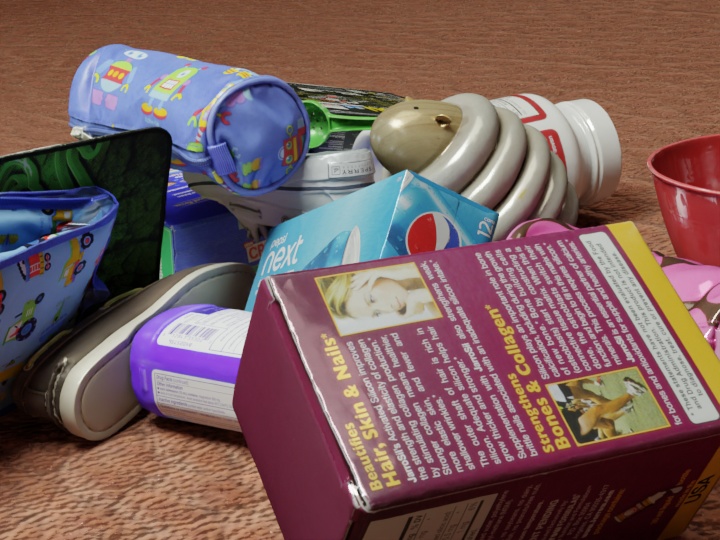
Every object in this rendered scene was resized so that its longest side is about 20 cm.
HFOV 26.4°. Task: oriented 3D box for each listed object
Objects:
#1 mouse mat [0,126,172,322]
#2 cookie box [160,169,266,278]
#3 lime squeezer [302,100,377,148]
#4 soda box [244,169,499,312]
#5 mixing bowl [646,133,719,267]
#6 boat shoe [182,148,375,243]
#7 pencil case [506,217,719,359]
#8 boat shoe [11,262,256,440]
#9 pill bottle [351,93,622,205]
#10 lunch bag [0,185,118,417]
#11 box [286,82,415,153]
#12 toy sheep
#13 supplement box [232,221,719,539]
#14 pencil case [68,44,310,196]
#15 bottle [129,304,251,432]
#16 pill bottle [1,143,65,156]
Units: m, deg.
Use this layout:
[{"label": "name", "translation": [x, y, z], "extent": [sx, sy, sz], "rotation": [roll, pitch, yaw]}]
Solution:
[{"label": "mouse mat", "translation": [-0.200, -0.003, 0.980], "extent": [0.161, 0.200, 0.008], "rotation": [-15, 50, -24]}, {"label": "cookie box", "translation": [-0.114, -0.042, 1.222], "extent": [0.171, 0.075, 0.200], "rotation": [-14, 22, -27]}, {"label": "lime squeezer", "translation": [-0.060, -0.100, 1.147], "extent": [0.200, 0.038, 0.071], "rotation": [-6, 30, -6]}, {"label": "soda box", "translation": [0.000, 0.000, 0.916], "extent": [0.064, 0.068, 0.200], "rotation": [24, -17, -20]}, {"label": "mixing bowl", "translation": [0.283, -0.019, 0.985], "extent": [0.200, 0.109, 0.200], "rotation": [-1, 17, 0]}, {"label": "boat shoe", "translation": [-0.063, -0.048, 1.059], "extent": [0.073, 0.067, 0.200], "rotation": [-8, 8, -32]}, {"label": "pencil case", "translation": [0.168, 0.025, 0.933], "extent": [0.094, 0.091, 0.200], "rotation": [16, 0, -43]}, {"label": "boat shoe", "translation": [-0.140, 0.043, 0.990], "extent": [0.059, 0.072, 0.200], "rotation": [9, 29, 30]}, {"label": "pill bottle", "translation": [0.101, -0.077, 1.212], "extent": [0.200, 0.113, 0.112], "rotation": [-14, 20, -24]}, {"label": "lunch bag", "translation": [-0.229, 0.029, 0.922], "extent": [0.200, 0.151, 0.094], "rotation": [-16, 51, -46]}, {"label": "box", "translation": [-0.007, -0.124, 1.306], "extent": [0.200, 0.049, 0.160], "rotation": [0, 17, -37]}, {"label": "toy sheep", "translation": [0.081, -0.044, 1.055], "extent": [0.138, 0.200, 0.138], "rotation": [-33, 34, 25]}, {"label": "supplement box", "translation": [0.058, 0.067, 0.717], "extent": [0.200, 0.103, 0.131], "rotation": [-8, 52, -22]}, {"label": "pencil case", "translation": [-0.123, -0.102, 1.025], "extent": [0.087, 0.078, 0.200], "rotation": [-40, 35, -26]}, {"label": "bottle", "translation": [-0.040, 0.064, 0.903], "extent": [0.200, 0.065, 0.083], "rotation": [7, 19, 32]}, {"label": "pill bottle", "translation": [-0.301, -0.022, 1.158], "extent": [0.200, 0.115, 0.114], "rotation": [-15, 20, -25]}]
